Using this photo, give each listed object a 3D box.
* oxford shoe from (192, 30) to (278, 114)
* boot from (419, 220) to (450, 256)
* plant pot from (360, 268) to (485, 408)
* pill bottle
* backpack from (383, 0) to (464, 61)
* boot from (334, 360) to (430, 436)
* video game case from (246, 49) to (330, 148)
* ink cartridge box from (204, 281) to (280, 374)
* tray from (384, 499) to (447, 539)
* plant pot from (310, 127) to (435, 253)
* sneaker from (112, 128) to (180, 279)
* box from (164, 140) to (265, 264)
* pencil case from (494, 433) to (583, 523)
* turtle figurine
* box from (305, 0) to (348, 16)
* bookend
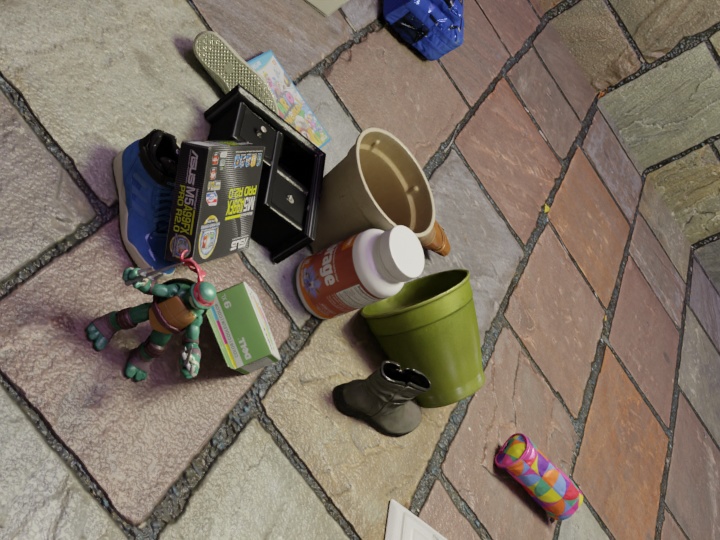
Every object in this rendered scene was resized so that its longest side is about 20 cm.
[{"bbox_3d":[-0.209,-0.321,1.525,0.200,0.075,0.058,50,-1,-20],"label":"oxford shoe"},{"bbox_3d":[0.105,-0.120,1.789,0.201,0.077,0.155,55,14,31],"label":"boot"},{"bbox_3d":[0.126,0.126,1.555,0.200,0.199,0.194,-34,106,-56],"label":"plant pot"},{"bbox_3d":[0.000,0.000,1.437,0.112,0.199,0.113,25,54,-41],"label":"pill bottle"},{"bbox_3d":[0.168,-0.607,2.139,0.200,0.167,0.164,39,46,-36],"label":"backpack"},{"bbox_3d":[0.065,0.208,1.446,0.199,0.130,0.068,25,48,-42],"label":"boot"},{"bbox_3d":[-0.143,-0.295,1.631,0.201,0.018,0.143,55,35,-10],"label":"video game case"},{"bbox_3d":[-0.158,0.078,1.211,0.200,0.059,0.105,91,-23,-81],"label":"ink cartridge box"},{"bbox_3d":[0.112,0.454,1.431,0.200,0.022,0.108,42,37,-27],"label":"tray"},{"bbox_3d":[-0.005,-0.111,1.533,0.200,0.183,0.202,32,44,-37],"label":"plant pot"},{"bbox_3d":[-0.272,-0.097,1.232,0.076,0.111,0.202,8,60,-50],"label":"sneaker"},{"bbox_3d":[-0.201,-0.100,1.266,0.200,0.044,0.162,-26,128,-73],"label":"box"},{"bbox_3d":[0.343,0.399,1.727,0.200,0.088,0.089,47,36,-24],"label":"pencil case"},{"bbox_3d":[-0.235,0.059,1.090,0.150,0.199,0.101,57,34,-6],"label":"turtle figurine"},{"bbox_3d":[-0.069,-0.665,1.895,0.109,0.127,0.202,27,46,-40],"label":"box"},{"bbox_3d":[-0.163,-0.154,1.436,0.200,0.092,0.200,36,41,-31],"label":"bookend"}]
